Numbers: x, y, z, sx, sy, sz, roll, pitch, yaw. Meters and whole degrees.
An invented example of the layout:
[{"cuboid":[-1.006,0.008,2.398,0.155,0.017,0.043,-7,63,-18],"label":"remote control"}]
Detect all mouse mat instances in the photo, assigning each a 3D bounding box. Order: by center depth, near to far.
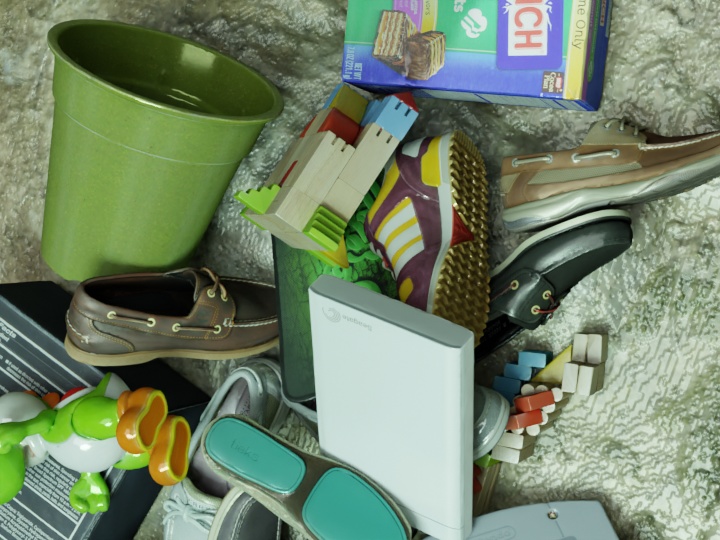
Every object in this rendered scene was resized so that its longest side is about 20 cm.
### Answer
[{"cuboid":[0.000,0.000,1.251,0.161,0.008,0.201,-18,59,21],"label":"mouse mat"}]

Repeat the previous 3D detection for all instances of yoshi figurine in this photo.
[{"cuboid":[-0.244,0.147,1.213,0.199,0.112,0.113,-3,97,22],"label":"yoshi figurine"}]

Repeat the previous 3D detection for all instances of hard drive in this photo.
[{"cuboid":[0.024,0.108,1.154,0.132,0.027,0.200,21,133,28],"label":"hard drive"}]

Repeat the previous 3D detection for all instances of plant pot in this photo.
[{"cuboid":[-0.185,-0.084,1.284,0.200,0.200,0.190,27,113,18],"label":"plant pot"}]

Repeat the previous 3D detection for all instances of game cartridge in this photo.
[{"cuboid":[0.112,0.251,1.176,0.199,0.041,0.134,-15,56,-10],"label":"game cartridge"}]

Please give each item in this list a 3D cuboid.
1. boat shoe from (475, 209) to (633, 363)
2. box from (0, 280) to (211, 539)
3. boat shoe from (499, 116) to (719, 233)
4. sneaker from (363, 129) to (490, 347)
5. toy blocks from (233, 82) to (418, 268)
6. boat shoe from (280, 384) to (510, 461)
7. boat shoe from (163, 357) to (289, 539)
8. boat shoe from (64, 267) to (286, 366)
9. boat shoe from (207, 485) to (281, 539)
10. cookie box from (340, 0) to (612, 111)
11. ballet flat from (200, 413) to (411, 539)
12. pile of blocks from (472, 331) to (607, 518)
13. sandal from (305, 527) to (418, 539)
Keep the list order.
[{"cuboid":[0.132,0.018,1.203,0.201,0.074,0.063,-31,61,25],"label":"boat shoe"},{"cuboid":[-0.270,0.144,1.339,0.200,0.123,0.199,35,103,15],"label":"box"},{"cuboid":[0.197,-0.085,1.182,0.199,0.076,0.072,-15,84,19],"label":"boat shoe"},{"cuboid":[0.047,-0.009,1.189,0.090,0.075,0.201,-13,57,34],"label":"sneaker"},{"cuboid":[-0.023,-0.087,1.216,0.100,0.200,0.137,34,84,-12],"label":"toy blocks"},{"cuboid":[0.026,0.112,1.224,0.202,0.065,0.075,3,62,41],"label":"boat shoe"},{"cuboid":[-0.122,0.168,1.306,0.074,0.065,0.202,31,103,18],"label":"boat shoe"},{"cuboid":[-0.141,0.032,1.254,0.070,0.199,0.070,53,138,41],"label":"boat shoe"},{"cuboid":[-0.092,0.266,1.280,0.065,0.072,0.201,34,118,44],"label":"boat shoe"},{"cuboid":[0.095,-0.221,1.216,0.199,0.075,0.172,7,93,20],"label":"cookie box"},{"cuboid":[-0.038,0.176,1.209,0.200,0.062,0.068,34,77,18],"label":"ballet flat"},{"cuboid":[0.115,0.116,1.223,0.082,0.062,0.200,45,105,14],"label":"pile of blocks"},{"cuboid":[-0.008,0.229,1.287,0.075,0.048,0.201,46,119,16],"label":"sandal"}]
